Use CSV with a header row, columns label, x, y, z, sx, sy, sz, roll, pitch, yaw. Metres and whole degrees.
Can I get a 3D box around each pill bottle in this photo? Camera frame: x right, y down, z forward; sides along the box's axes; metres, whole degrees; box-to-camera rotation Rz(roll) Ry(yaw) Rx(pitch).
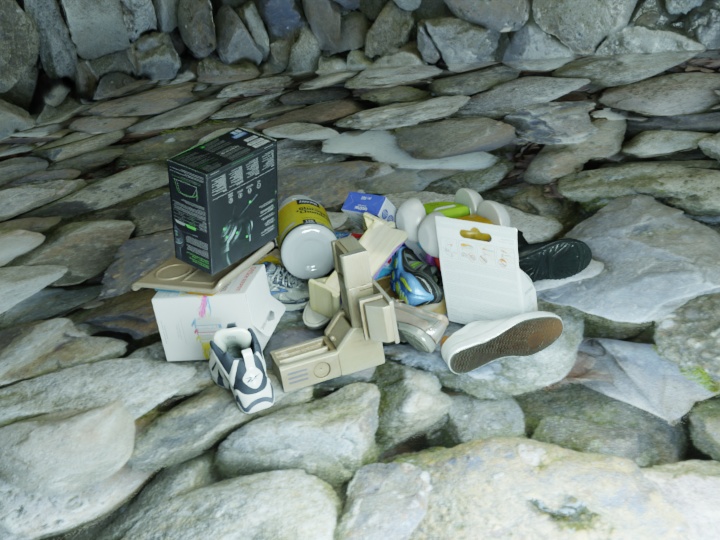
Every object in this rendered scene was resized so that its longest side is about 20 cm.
label,x,y,z,sx,sy,sz,roll,pitch,yaw
pill bottle,-0.109,-0.073,1.758,0.111,0.113,0.200,-12,28,-6

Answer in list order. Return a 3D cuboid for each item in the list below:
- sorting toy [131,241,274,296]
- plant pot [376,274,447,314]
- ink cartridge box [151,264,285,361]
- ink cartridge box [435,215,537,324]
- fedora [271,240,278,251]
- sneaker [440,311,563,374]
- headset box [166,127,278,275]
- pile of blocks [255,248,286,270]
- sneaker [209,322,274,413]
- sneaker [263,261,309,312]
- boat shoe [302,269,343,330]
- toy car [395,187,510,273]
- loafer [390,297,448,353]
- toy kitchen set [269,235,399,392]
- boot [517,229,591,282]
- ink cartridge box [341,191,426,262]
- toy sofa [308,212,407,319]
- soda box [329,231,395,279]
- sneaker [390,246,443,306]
label,x,y,z,sx,sy,sz,roll,pitch,yaw
sorting toy,-0.273,-0.002,1.597,0.198,0.037,0.185,-1,24,29
plant pot,0.075,0.048,1.674,0.198,0.028,0.200,-7,24,3
ink cartridge box,-0.242,0.072,1.612,0.198,0.126,0.129,-4,24,12
ink cartridge box,0.208,0.004,1.507,0.161,0.202,0.050,12,31,39
fedora,-0.255,-0.075,1.924,0.198,0.091,0.177,-10,1,-9
sneaker,0.220,0.098,1.451,0.198,0.073,0.085,-14,27,-8
headset box,-0.226,-0.112,1.537,0.092,0.201,0.174,22,38,29
pile of blocks,-0.226,0.015,1.824,0.198,0.062,0.082,-11,33,16
sneaker,-0.202,0.130,1.463,0.079,0.131,0.199,-15,24,-15
sneaker,-0.159,0.028,1.731,0.198,0.086,0.077,-4,24,11
boat shoe,-0.045,0.054,1.674,0.066,0.057,0.200,14,42,18
toy car,0.170,-0.058,1.682,0.174,0.151,0.200,-13,26,-22
loafer,0.073,0.081,1.525,0.063,0.072,0.200,-46,35,-14
toy kitchen set,-0.050,0.082,1.425,0.179,0.202,0.163,-15,24,-14
boot,0.315,-0.036,1.721,0.197,0.074,0.163,-16,25,-5
ink cartridge box,0.056,-0.079,1.773,0.094,0.200,0.044,13,70,40
toy sofa,0.000,0.000,1.613,0.097,0.083,0.200,25,55,19
soda box,-0.016,-0.031,1.800,0.064,0.068,0.199,-26,20,-33
sneaker,0.102,0.016,1.638,0.082,0.071,0.200,7,19,-12
